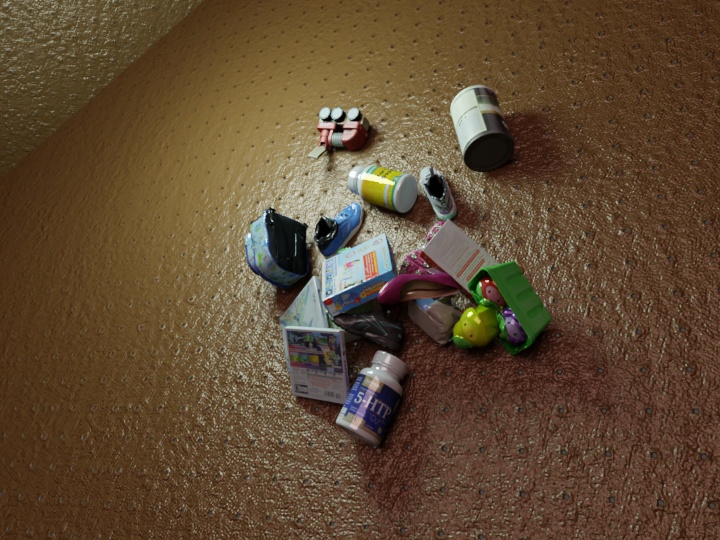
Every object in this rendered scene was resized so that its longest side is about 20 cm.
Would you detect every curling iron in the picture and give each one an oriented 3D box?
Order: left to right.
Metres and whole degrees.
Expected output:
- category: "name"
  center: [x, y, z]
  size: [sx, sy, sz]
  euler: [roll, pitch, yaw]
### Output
- category: "curling iron"
  center: [0.106, 0.103, 1.540]
  size: [0.048, 0.026, 0.203]
  euler: [10, 60, 8]

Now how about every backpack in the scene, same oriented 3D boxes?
- category: "backpack"
  center: [-0.246, -0.051, 1.708]
  size: [0.146, 0.181, 0.203]
  euler: [-34, 52, 31]

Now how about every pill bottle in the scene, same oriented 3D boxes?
- category: "pill bottle"
  center: [0.034, 0.304, 1.389]
  size: [0.118, 0.120, 0.203]
  euler: [16, 68, 32]
- category: "pill bottle"
  center: [0.063, -0.250, 1.720]
  size: [0.198, 0.113, 0.114]
  euler: [21, 71, 34]

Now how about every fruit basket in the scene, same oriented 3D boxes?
- category: "fruit basket"
  center: [0.307, 0.105, 1.342]
  size: [0.211, 0.156, 0.220]
  euler: [3, 70, -7]

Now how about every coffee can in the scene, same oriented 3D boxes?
- category: "coffee can"
  center: [0.347, -0.409, 1.661]
  size: [0.144, 0.147, 0.203]
  euler: [-17, 55, 14]

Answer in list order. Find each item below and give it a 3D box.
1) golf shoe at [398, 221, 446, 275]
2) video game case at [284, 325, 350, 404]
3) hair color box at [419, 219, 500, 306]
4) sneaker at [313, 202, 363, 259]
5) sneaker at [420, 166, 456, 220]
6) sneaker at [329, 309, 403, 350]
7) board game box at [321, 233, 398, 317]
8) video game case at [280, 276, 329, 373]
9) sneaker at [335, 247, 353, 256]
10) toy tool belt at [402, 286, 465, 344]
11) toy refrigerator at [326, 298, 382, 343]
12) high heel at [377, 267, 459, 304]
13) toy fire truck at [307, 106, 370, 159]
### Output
- category: "golf shoe"
  center: [0.185, -0.039, 1.561]
  size: [0.200, 0.091, 0.075]
  euler: [-47, 71, 8]
- category: "video game case"
  center: [-0.111, 0.238, 1.469]
  size: [0.197, 0.023, 0.187]
  euler: [-1, 97, 41]
- category: "hair color box"
  center: [0.259, -0.019, 1.460]
  size: [0.199, 0.064, 0.111]
  euler: [42, 81, 7]
- category: "sneaker"
  center: [-0.067, -0.140, 1.715]
  size: [0.076, 0.112, 0.202]
  euler: [25, 73, 34]
- category: "sneaker"
  center: [0.209, -0.253, 1.634]
  size: [0.077, 0.140, 0.202]
  euler: [-28, 53, 6]
- category: "sneaker"
  center: [0.017, 0.136, 1.471]
  size: [0.196, 0.075, 0.081]
  euler: [21, 83, 3]
- category: "board game box"
  center: [-0.003, 0.008, 1.494]
  size: [0.193, 0.056, 0.201]
  euler: [-24, 29, 10]
- category: "video game case"
  center: [-0.155, 0.148, 1.567]
  size: [0.200, 0.022, 0.185]
  euler: [-49, 41, 35]
- category: "sneaker"
  center: [0.000, 0.000, 1.619]
  size: [0.198, 0.078, 0.086]
  euler: [27, 75, 34]
- category: "toy tool belt"
  center: [0.186, 0.088, 1.469]
  size: [0.122, 0.127, 0.200]
  euler: [-24, 49, -31]
- category: "toy refrigerator"
  center: [-0.038, 0.143, 1.554]
  size: [0.197, 0.070, 0.077]
  euler: [-21, 54, 13]
- category: "high heel"
  center: [0.139, 0.048, 1.375]
  size: [0.197, 0.069, 0.096]
  euler: [-24, 38, -24]
- category: "toy fire truck"
  center: [-0.081, -0.435, 1.908]
  size: [0.173, 0.128, 0.204]
  euler: [10, 77, 29]
